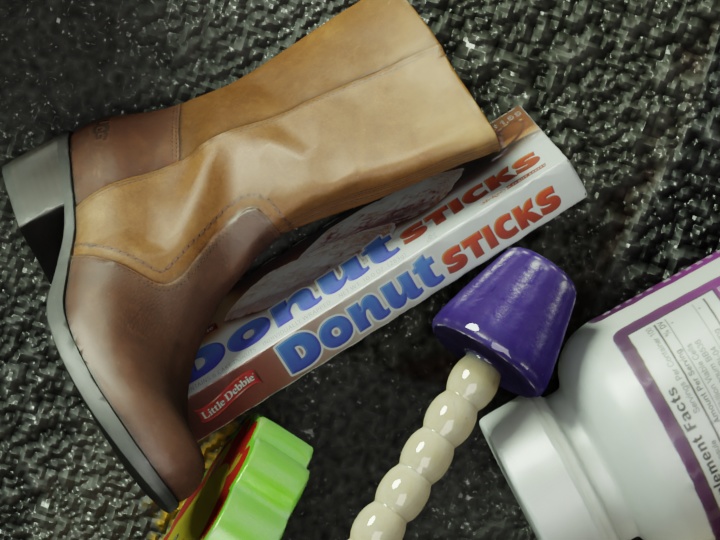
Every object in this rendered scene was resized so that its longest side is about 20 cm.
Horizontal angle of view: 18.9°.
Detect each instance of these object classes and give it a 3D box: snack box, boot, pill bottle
[{"bbox_3d":[0.000,0.000,0.938,0.199,0.072,0.024,-32,117,1],"label":"snack box"},{"bbox_3d":[-0.033,-0.012,0.902,0.198,0.189,0.069,-23,139,-1],"label":"boot"},{"bbox_3d":[0.157,0.055,0.942,0.199,0.112,0.113,-28,101,0],"label":"pill bottle"}]

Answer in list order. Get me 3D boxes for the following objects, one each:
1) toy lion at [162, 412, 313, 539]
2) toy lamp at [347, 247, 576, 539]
[{"bbox_3d":[-0.085,0.157,0.901,0.068,0.200,0.192,33,114,-7],"label":"toy lion"},{"bbox_3d":[0.024,0.080,0.893,0.058,0.058,0.201,36,75,-10],"label":"toy lamp"}]
